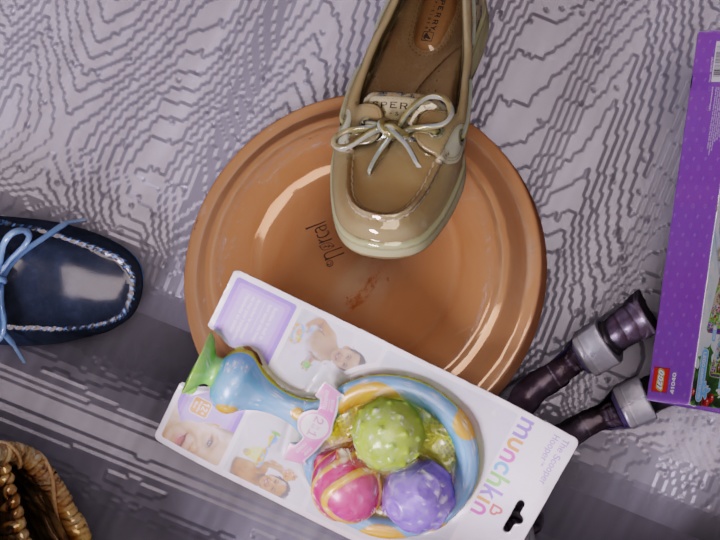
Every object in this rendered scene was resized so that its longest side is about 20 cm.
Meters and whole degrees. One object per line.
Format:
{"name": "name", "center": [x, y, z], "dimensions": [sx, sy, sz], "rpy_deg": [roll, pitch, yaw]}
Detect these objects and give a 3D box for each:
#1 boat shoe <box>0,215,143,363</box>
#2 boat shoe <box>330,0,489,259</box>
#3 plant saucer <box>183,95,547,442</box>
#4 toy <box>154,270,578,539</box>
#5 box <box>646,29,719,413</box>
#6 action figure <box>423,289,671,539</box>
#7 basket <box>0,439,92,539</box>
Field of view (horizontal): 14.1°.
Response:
{"name": "boat shoe", "center": [-0.218, 0.007, 1.566], "dimensions": [0.199, 0.069, 0.085], "rpy_deg": [1, 88, -1]}
{"name": "boat shoe", "center": [0.024, -0.095, 1.531], "dimensions": [0.073, 0.063, 0.201], "rpy_deg": [5, 52, 8]}
{"name": "plant saucer", "center": [0.000, 0.000, 1.560], "dimensions": [0.199, 0.032, 0.201], "rpy_deg": [-4, 74, 13]}
{"name": "toy", "center": [-0.002, 0.095, 1.507], "dimensions": [0.199, 0.047, 0.115], "rpy_deg": [28, 117, 2]}
{"name": "box", "center": [0.229, -0.019, 1.560], "dimensions": [0.136, 0.039, 0.201], "rpy_deg": [10, 87, -34]}
{"name": "action figure", "center": [0.082, 0.091, 1.575], "dimensions": [0.199, 0.069, 0.130], "rpy_deg": [-28, 96, 2]}
{"name": "basket", "center": [-0.184, 0.190, 1.503], "dimensions": [0.142, 0.149, 0.201], "rpy_deg": [-14, 88, -29]}
